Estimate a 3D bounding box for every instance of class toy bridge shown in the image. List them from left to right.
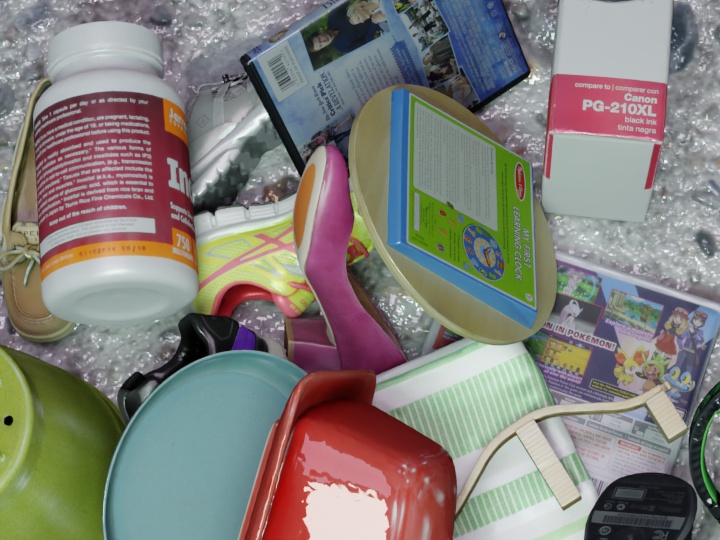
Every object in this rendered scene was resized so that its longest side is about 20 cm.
[{"bbox_3d":[0.127,0.130,1.202,0.199,0.027,0.068,-33,75,0],"label":"toy bridge"}]

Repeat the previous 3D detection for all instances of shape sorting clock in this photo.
[{"bbox_3d":[0.066,-0.039,1.234,0.199,0.039,0.201,25,47,-30],"label":"shape sorting clock"}]

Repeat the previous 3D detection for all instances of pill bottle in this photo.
[{"bbox_3d":[-0.177,-0.071,1.268,0.112,0.113,0.202,-7,72,2],"label":"pill bottle"}]

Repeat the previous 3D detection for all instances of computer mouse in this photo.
[{"bbox_3d":[0.145,0.213,1.153,0.139,0.046,0.201,-4,35,24],"label":"computer mouse"}]

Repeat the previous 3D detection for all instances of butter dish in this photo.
[{"bbox_3d":[0.010,0.176,1.125,0.147,0.199,0.202,18,92,15],"label":"butter dish"}]

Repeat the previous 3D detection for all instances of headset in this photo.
[{"bbox_3d":[0.306,0.153,1.174,0.200,0.094,0.123,44,109,-5],"label":"headset"}]

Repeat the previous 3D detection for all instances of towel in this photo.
[{"bbox_3d":[0.081,0.151,1.228,0.151,0.023,0.201,-24,74,2],"label":"towel"}]

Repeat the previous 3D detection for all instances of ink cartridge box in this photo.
[{"bbox_3d":[0.183,-0.157,1.293,0.083,0.145,0.202,6,70,6],"label":"ink cartridge box"}]

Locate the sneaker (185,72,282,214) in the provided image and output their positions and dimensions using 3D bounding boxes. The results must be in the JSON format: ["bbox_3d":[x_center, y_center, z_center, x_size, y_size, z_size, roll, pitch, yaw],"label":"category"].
[{"bbox_3d":[-0.092,-0.128,1.345,0.082,0.075,0.200,40,78,17],"label":"sneaker"}]

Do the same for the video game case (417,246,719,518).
[{"bbox_3d":[0.141,0.078,1.273,0.198,0.023,0.184,18,72,13],"label":"video game case"}]

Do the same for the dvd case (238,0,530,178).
[{"bbox_3d":[0.023,-0.152,1.318,0.199,0.143,0.018,-34,35,-9],"label":"dvd case"}]

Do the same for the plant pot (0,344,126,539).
[{"bbox_3d":[-0.261,0.130,1.198,0.198,0.193,0.202,-2,68,4],"label":"plant pot"}]

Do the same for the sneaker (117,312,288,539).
[{"bbox_3d":[-0.135,0.119,1.225,0.069,0.099,0.202,7,69,52],"label":"sneaker"}]

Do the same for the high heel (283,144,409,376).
[{"bbox_3d":[0.000,0.000,1.229,0.095,0.202,0.068,0,32,-9],"label":"high heel"}]

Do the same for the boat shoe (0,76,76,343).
[{"bbox_3d":[-0.240,-0.046,1.334,0.072,0.063,0.202,-3,69,3],"label":"boat shoe"}]

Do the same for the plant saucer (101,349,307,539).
[{"bbox_3d":[-0.093,0.153,1.200,0.027,0.200,0.201,9,62,53],"label":"plant saucer"}]

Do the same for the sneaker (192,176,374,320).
[{"bbox_3d":[-0.039,-0.009,1.298,0.198,0.078,0.091,-16,68,11],"label":"sneaker"}]
